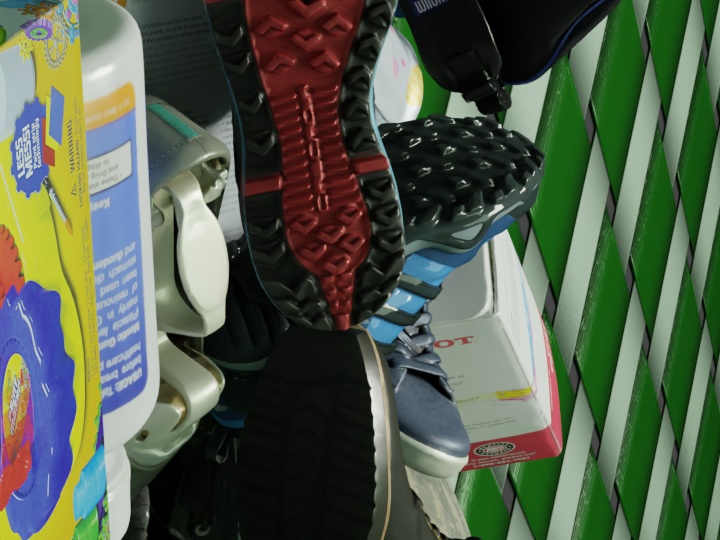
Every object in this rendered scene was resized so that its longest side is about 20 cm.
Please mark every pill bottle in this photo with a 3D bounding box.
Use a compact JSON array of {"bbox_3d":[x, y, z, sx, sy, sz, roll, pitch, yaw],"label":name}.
[{"bbox_3d":[-0.130,0.006,0.927,0.112,0.111,0.202,-51,144,-60],"label":"pill bottle"}]

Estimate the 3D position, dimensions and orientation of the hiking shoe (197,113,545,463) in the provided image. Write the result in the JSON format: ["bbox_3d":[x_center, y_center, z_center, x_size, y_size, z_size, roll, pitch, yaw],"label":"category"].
[{"bbox_3d":[0.000,0.000,1.129,0.199,0.074,0.087,-31,146,-28],"label":"hiking shoe"}]

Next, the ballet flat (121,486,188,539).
[{"bbox_3d":[-0.099,0.143,1.175,0.200,0.056,0.067,55,45,-66],"label":"ballet flat"}]

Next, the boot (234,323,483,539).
[{"bbox_3d":[0.018,0.111,1.096,0.138,0.077,0.202,-15,112,-48],"label":"boot"}]

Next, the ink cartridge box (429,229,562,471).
[{"bbox_3d":[0.020,0.038,1.354,0.200,0.146,0.086,64,20,-60],"label":"ink cartridge box"}]

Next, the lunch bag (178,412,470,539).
[{"bbox_3d":[0.002,0.151,1.282,0.200,0.117,0.165,47,19,-57],"label":"lunch bag"}]

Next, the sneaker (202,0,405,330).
[{"bbox_3d":[-0.030,-0.081,1.021,0.096,0.079,0.202,-139,-133,-73],"label":"sneaker"}]

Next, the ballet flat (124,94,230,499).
[{"bbox_3d":[-0.083,0.026,1.014,0.067,0.063,0.201,-32,138,-42],"label":"ballet flat"}]

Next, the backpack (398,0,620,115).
[{"bbox_3d":[0.081,-0.221,1.333,0.200,0.190,0.154,-44,-177,34],"label":"backpack"}]

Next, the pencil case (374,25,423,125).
[{"bbox_3d":[-0.026,-0.117,1.249,0.083,0.091,0.200,-51,161,-3],"label":"pencil case"}]

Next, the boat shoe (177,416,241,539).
[{"bbox_3d":[-0.056,0.109,1.154,0.069,0.056,0.201,61,22,-53],"label":"boat shoe"}]

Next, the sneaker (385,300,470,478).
[{"bbox_3d":[0.008,0.005,1.194,0.085,0.201,0.075,-47,143,20],"label":"sneaker"}]

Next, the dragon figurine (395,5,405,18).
[{"bbox_3d":[0.045,-0.172,1.451,0.200,0.099,0.059,46,52,-69],"label":"dragon figurine"}]

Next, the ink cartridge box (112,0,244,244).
[{"bbox_3d":[-0.070,-0.070,1.065,0.199,0.040,0.201,-17,127,-52],"label":"ink cartridge box"}]

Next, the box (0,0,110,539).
[{"bbox_3d":[-0.173,0.033,0.779,0.193,0.121,0.202,-51,144,-59],"label":"box"}]
